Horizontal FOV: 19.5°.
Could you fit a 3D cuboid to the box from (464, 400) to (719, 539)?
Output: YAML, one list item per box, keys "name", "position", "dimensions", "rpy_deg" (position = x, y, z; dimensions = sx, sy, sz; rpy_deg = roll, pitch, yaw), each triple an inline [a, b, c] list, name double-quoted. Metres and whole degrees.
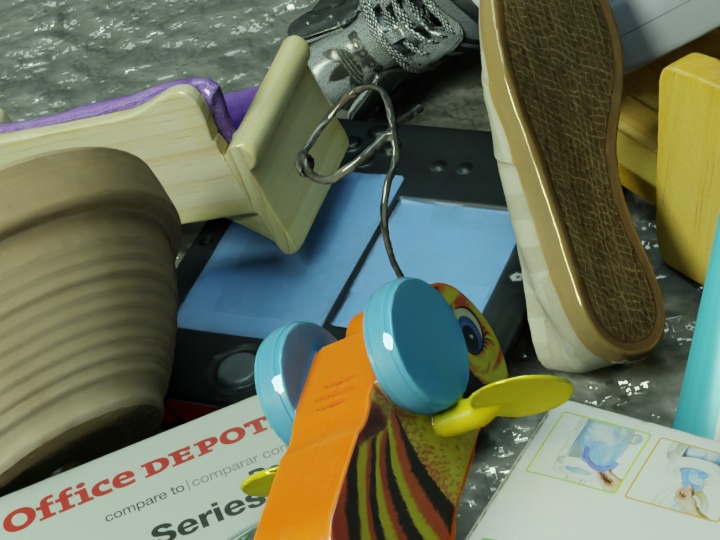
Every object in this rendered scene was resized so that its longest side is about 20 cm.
- name: "box"
  position: [0.139, 0.137, 0.712]
  dimensions: [0.199, 0.113, 0.102]
  rpy_deg: [14, 48, 29]

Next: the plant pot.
- name: "plant pot"
  position: [-0.147, 0.047, 0.863]
  dimensions: [0.200, 0.201, 0.093]
  rpy_deg: [-29, 71, -17]

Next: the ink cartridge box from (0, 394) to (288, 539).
- name: "ink cartridge box"
  position: [-0.052, 0.151, 0.776]
  dimensions: [0.146, 0.084, 0.200]
  rpy_deg: [-22, 39, -9]

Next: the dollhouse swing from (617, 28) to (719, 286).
- name: "dollhouse swing"
  position: [0.201, -0.112, 0.955]
  dimensions: [0.199, 0.183, 0.176]
  rpy_deg: [-28, 52, -16]

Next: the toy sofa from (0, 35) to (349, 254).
- name: "toy sofa"
  position: [-0.115, -0.058, 0.995]
  dimensions: [0.199, 0.098, 0.083]
  rpy_deg: [-9, 37, 31]

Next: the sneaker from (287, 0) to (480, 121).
- name: "sneaker"
  position: [0.025, -0.122, 1.040]
  dimensions: [0.113, 0.076, 0.200]
  rpy_deg: [-36, 6, 4]

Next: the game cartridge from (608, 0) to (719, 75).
- name: "game cartridge"
  position: [0.164, -0.139, 0.999]
  dimensions: [0.199, 0.042, 0.133]
  rpy_deg: [-26, 13, 27]

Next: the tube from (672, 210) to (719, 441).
- name: "tube"
  position: [0.163, 0.000, 0.814]
  dimensions: [0.077, 0.202, 0.050]
  rpy_deg: [12, 3, -34]

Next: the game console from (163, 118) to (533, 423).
- name: "game console"
  position: [0.000, 0.000, 0.970]
  dimensions: [0.175, 0.031, 0.201]
  rpy_deg: [3, 43, 27]

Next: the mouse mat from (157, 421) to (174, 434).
- name: "mouse mat"
  position: [-0.186, 0.112, 0.924]
  dimensions: [0.160, 0.008, 0.200]
  rpy_deg: [23, 53, 36]

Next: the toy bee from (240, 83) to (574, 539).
- name: "toy bee"
  position: [0.025, 0.043, 0.745]
  dimensions: [0.130, 0.109, 0.201]
  rpy_deg: [-3, 56, 47]

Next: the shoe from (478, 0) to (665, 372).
- name: "shoe"
  position: [0.082, -0.052, 0.920]
  dimensions: [0.069, 0.053, 0.202]
  rpy_deg: [-3, 76, -30]
